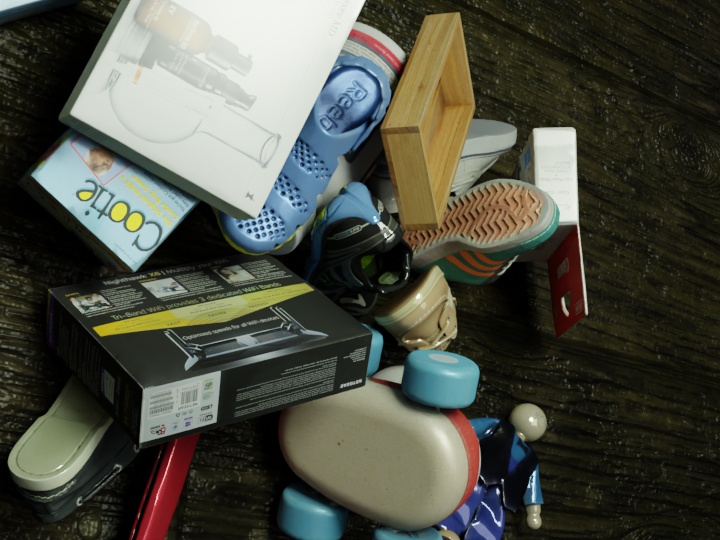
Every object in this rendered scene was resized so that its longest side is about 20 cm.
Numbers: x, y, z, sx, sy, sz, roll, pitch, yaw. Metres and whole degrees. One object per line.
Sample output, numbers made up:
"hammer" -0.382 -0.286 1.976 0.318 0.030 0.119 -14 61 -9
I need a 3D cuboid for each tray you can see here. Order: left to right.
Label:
"tray" 0.061 -0.132 1.058 0.200 0.037 0.099 -71 153 -50

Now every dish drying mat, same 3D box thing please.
"dish drying mat" -0.154 0.171 0.966 0.018 0.077 0.200 13 68 6

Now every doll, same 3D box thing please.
"doll" 0.135 0.211 1.213 0.136 0.048 0.200 45 50 -14

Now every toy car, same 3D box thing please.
"toy car" 0.045 0.140 1.079 0.200 0.177 0.185 -12 115 -61

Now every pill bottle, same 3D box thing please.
"pill bottle" -0.043 -0.114 1.071 0.120 0.120 0.200 50 54 -22

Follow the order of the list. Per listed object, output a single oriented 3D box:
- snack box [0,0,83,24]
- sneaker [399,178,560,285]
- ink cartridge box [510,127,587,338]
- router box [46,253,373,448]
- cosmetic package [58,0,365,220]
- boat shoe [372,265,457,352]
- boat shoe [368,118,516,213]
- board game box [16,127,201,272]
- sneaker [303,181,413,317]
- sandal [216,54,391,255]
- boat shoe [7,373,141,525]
"snack box" -0.300 -0.284 0.915 0.169 0.068 0.200 -28 102 -40
"sneaker" 0.120 -0.031 1.141 0.080 0.200 0.071 27 67 -32
"ink cartridge box" 0.182 -0.030 1.210 0.045 0.200 0.176 -2 80 1
"router box" -0.116 0.052 0.940 0.200 0.157 0.052 -11 122 -35
"cosmetic package" -0.100 -0.158 0.879 0.151 0.052 0.200 29 80 -22
"boat shoe" 0.060 0.041 1.092 0.071 0.200 0.065 -38 85 5
"boat shoe" 0.082 -0.101 1.220 0.200 0.071 0.070 -24 126 -44
"board game box" -0.153 -0.106 0.941 0.105 0.103 0.200 45 75 -16
"sneaker" 0.000 0.000 1.058 0.083 0.200 0.071 41 70 14
"sandal" -0.041 -0.099 0.954 0.079 0.087 0.200 36 73 -8
"boat shoe" -0.191 0.119 0.939 0.199 0.074 0.066 -57 152 -53
